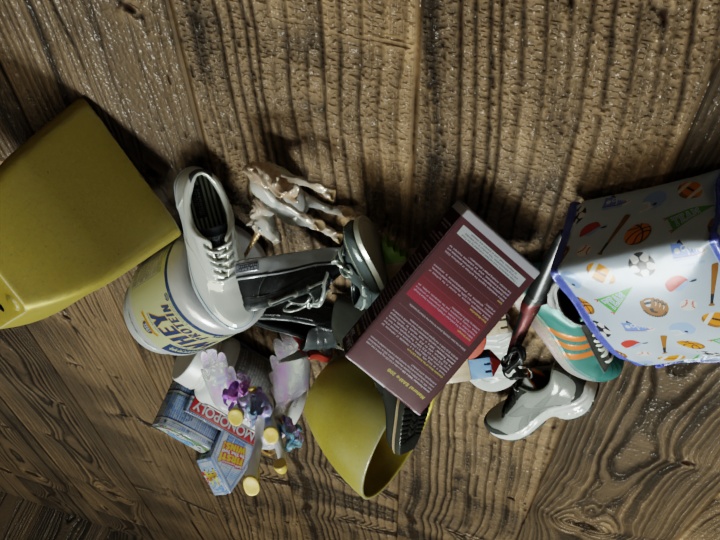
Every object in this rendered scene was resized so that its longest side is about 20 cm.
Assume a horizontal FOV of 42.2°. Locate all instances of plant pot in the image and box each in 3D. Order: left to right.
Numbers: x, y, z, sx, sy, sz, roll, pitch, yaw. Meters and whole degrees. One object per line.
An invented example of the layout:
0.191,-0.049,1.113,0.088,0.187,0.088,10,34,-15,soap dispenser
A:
-0.374,-0.043,1.099,0.194,0.200,0.195,-20,110,50,plant pot
0.002,0.206,1.353,0.141,0.201,0.201,28,154,21,plant pot

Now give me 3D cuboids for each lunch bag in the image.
0.307,0.014,0.898,0.169,0.125,0.200,-12,129,42,lunch bag

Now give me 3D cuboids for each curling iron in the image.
0.190,0.041,1.000,0.025,0.050,0.202,-2,127,-22,curling iron

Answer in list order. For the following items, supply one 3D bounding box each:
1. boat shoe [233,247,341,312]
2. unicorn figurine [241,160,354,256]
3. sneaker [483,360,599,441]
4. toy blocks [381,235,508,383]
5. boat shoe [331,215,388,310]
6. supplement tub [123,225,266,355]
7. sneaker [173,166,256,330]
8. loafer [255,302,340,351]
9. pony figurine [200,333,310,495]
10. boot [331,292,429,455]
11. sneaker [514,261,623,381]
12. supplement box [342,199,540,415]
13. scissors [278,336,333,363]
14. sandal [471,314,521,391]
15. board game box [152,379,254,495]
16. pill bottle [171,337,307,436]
-0.069,0.012,1.082,0.073,0.069,0.199,-8,-179,28,boat shoe
-0.082,-0.072,1.054,0.136,0.074,0.201,20,154,19,unicorn figurine
0.230,0.169,1.257,0.079,0.074,0.200,38,141,-11,sneaker
0.108,0.047,1.067,0.134,0.100,0.203,-8,106,8,toy blocks
0.000,0.000,1.061,0.061,0.074,0.200,-11,159,8,boat shoe
-0.220,0.030,1.230,0.144,0.146,0.199,34,148,-22,supplement tub
-0.172,-0.023,1.091,0.203,0.072,0.071,70,166,-8,sneaker
-0.062,0.083,1.290,0.198,0.071,0.068,24,150,-5,loafer
-0.146,0.202,1.356,0.164,0.200,0.196,-12,100,2,pony figurine
0.020,0.129,1.229,0.137,0.204,0.077,8,-176,29,boot
0.253,0.062,1.057,0.200,0.072,0.079,42,149,-29,sneaker
0.083,0.039,0.992,0.108,0.201,0.061,39,-174,-12,supplement box
-0.073,0.118,1.298,0.073,0.014,0.200,36,-172,-4,scissors
0.153,0.068,1.161,0.081,0.050,0.204,-10,127,20,sandal
-0.231,0.255,1.545,0.199,0.202,0.061,33,149,-22,board game box
-0.193,0.178,1.485,0.199,0.115,0.113,35,147,-22,pill bottle
